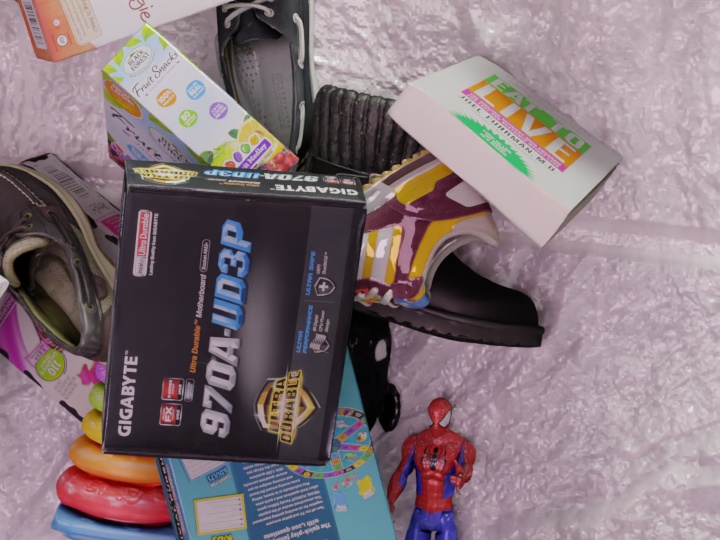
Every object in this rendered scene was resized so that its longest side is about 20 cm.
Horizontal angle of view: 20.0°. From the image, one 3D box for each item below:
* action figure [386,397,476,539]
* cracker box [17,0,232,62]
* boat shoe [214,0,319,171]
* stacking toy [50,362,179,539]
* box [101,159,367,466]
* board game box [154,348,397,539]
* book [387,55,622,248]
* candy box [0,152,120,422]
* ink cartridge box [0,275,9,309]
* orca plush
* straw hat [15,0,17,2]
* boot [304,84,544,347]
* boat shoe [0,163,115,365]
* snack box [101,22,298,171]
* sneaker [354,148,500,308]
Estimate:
[{"bbox_3d":[0.049,0.198,1.510,0.065,0.099,0.202,5,99,13],"label":"action figure"},{"bbox_3d":[-0.146,-0.239,1.400,0.199,0.058,0.135,-22,106,-18],"label":"cracker box"},{"bbox_3d":[-0.070,-0.169,1.489,0.075,0.060,0.202,-13,97,18],"label":"boat shoe"},{"bbox_3d":[-0.160,0.099,1.491,0.109,0.116,0.202,8,99,-1],"label":"stacking toy"},{"bbox_3d":[-0.086,0.030,1.351,0.157,0.046,0.202,4,116,-10],"label":"box"},{"bbox_3d":[-0.065,0.144,1.451,0.150,0.047,0.202,-14,90,-19],"label":"board game box"},{"bbox_3d":[0.099,-0.085,1.384,0.133,0.200,0.048,40,109,5],"label":"book"},{"bbox_3d":[-0.211,0.026,1.567,0.199,0.061,0.137,38,108,5],"label":"candy box"},{"bbox_3d":[-0.348,0.031,1.508,0.145,0.084,0.200,36,153,-1],"label":"ink cartridge box"},{"bbox_3d":[-0.041,0.114,1.530,0.105,0.071,0.200,42,109,5],"label":"orca plush"},{"bbox_3d":[-0.238,-0.244,1.504,0.200,0.202,0.085,-28,133,19],"label":"straw hat"},{"bbox_3d":[0.050,-0.037,1.473,0.209,0.079,0.159,17,88,-5],"label":"boot"},{"bbox_3d":[-0.229,-0.010,1.470,0.072,0.066,0.201,-51,61,17],"label":"boat shoe"},{"bbox_3d":[-0.116,-0.081,1.450,0.142,0.200,0.053,40,76,4],"label":"snack box"},{"bbox_3d":[0.000,0.000,1.401,0.199,0.075,0.091,-34,84,9],"label":"sneaker"}]
